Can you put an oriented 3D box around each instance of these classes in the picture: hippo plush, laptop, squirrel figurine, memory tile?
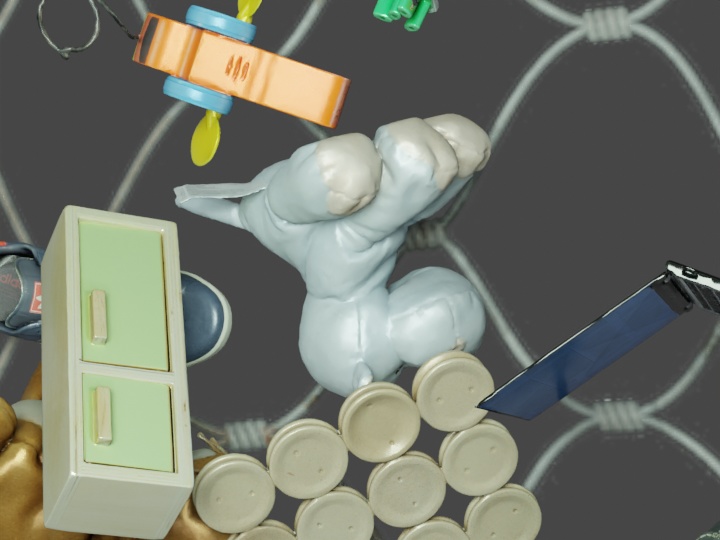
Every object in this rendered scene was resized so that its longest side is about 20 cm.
[{"bbox_3d":[0.000,0.000,1.170,0.200,0.159,0.161,-15,90,-5],"label":"hippo plush"},{"bbox_3d":[0.195,0.066,1.097,0.200,0.187,0.116,20,89,16],"label":"laptop"},{"bbox_3d":[-0.165,0.174,1.220,0.187,0.142,0.200,19,96,5],"label":"squirrel figurine"},{"bbox_3d":[0.006,0.146,1.167,0.200,0.017,0.153,-24,115,-3],"label":"memory tile"}]

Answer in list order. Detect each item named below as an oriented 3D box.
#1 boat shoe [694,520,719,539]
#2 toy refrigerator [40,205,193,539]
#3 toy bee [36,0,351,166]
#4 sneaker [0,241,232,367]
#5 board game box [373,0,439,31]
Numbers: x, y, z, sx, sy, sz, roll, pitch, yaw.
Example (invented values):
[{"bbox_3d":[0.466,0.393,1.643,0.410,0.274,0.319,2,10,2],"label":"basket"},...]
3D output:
[{"bbox_3d":[0.217,0.199,1.139,0.200,0.068,0.072,-40,74,5],"label":"boat shoe"},{"bbox_3d":[-0.150,0.058,1.145,0.076,0.070,0.200,9,50,-21],"label":"toy refrigerator"},{"bbox_3d":[-0.106,-0.151,1.257,0.200,0.109,0.131,39,92,-11],"label":"toy bee"},{"bbox_3d":[-0.188,0.024,1.255,0.200,0.085,0.075,7,85,15],"label":"sneaker"},{"bbox_3d":[-0.057,-0.230,1.192,0.200,0.200,0.026,21,76,16],"label":"board game box"}]
